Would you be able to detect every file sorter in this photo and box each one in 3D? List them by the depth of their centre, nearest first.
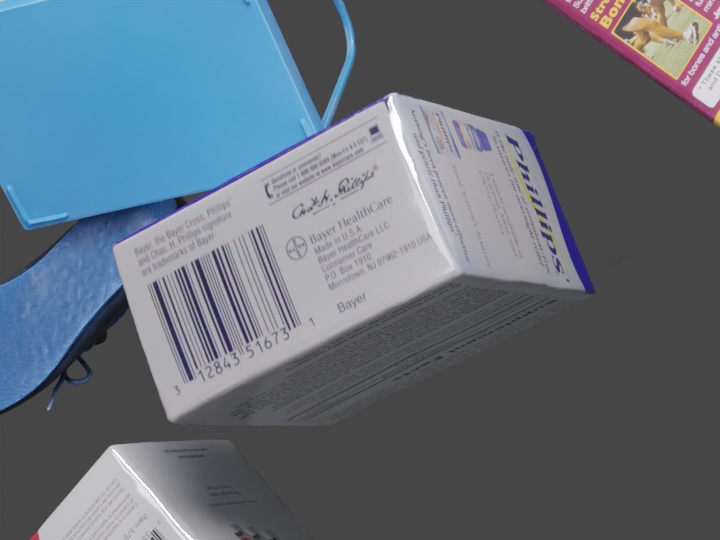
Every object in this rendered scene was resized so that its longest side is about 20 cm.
[{"bbox_3d":[-0.119,-0.131,1.427,0.199,0.123,0.139,-11,124,23],"label":"file sorter"}]

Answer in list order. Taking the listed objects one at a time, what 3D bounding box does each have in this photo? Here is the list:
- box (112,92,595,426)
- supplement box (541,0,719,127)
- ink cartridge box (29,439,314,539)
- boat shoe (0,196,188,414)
[{"bbox_3d":[0.000,0.000,1.343,0.183,0.200,0.106,-27,75,21],"label":"box"},{"bbox_3d":[0.181,-0.162,1.303,0.200,0.103,0.131,41,105,32],"label":"supplement box"},{"bbox_3d":[-0.088,0.216,1.404,0.145,0.144,0.200,-47,70,15],"label":"ink cartridge box"},{"bbox_3d":[-0.173,0.029,1.498,0.199,0.069,0.085,-35,75,16],"label":"boat shoe"}]
